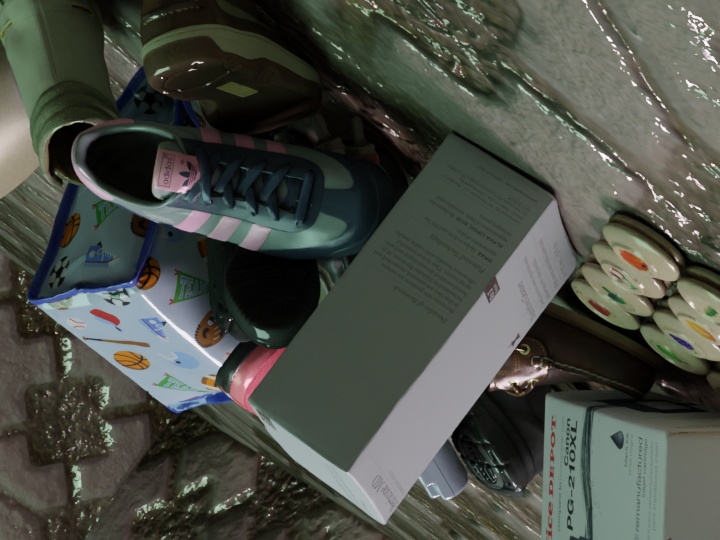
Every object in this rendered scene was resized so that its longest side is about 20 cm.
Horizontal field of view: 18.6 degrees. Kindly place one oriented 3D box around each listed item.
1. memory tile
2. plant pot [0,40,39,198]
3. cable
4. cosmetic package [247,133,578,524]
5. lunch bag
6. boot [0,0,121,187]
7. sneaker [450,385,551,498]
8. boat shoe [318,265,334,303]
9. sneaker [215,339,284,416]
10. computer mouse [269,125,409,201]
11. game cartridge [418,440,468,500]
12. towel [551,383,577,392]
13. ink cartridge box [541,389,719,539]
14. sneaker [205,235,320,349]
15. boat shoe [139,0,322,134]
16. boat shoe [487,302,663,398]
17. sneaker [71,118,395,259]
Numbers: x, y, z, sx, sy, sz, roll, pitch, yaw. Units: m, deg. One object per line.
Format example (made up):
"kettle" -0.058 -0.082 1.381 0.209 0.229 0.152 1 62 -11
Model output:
"memory tile" 0.193 0.033 1.261 0.153 0.017 0.200 35 170 6
"plant pot" -0.301 -0.144 1.713 0.134 0.201 0.200 -11 145 26
"cable" 0.007 0.001 1.361 0.097 0.050 0.201 -7 108 45
"cosmetic package" 0.033 0.035 1.277 0.081 0.200 0.113 32 170 23
"lunch bag" -0.119 -0.029 1.559 0.123 0.201 0.170 -9 142 34
"boot" -0.200 -0.125 1.503 0.200 0.072 0.155 81 170 -72
"sneaker" 0.087 0.063 1.600 0.201 0.091 0.076 62 157 -14
"boat shoe" -0.017 0.012 1.457 0.201 0.062 0.072 59 171 1
"sneaker" -0.026 0.089 1.504 0.087 0.074 0.200 40 180 28
"computer mouse" -0.013 -0.071 1.458 0.059 0.034 0.200 55 169 -26
"game cartridge" 0.021 0.083 1.647 0.134 0.040 0.200 56 -179 -18
"towel" 0.106 0.086 1.733 0.171 0.048 0.200 39 170 -1
"ink cartridge box" 0.187 0.159 1.400 0.084 0.146 0.200 1 -177 -16
"sneaker" -0.064 0.009 1.389 0.200 0.060 0.105 -112 15 -50
"boat shoe" -0.074 -0.134 1.284 0.202 0.074 0.075 31 -136 -75
"boat shoe" 0.094 0.045 1.417 0.199 0.071 0.070 23 171 -1
"sneaker" -0.081 -0.048 1.301 0.199 0.071 0.082 8 179 24
